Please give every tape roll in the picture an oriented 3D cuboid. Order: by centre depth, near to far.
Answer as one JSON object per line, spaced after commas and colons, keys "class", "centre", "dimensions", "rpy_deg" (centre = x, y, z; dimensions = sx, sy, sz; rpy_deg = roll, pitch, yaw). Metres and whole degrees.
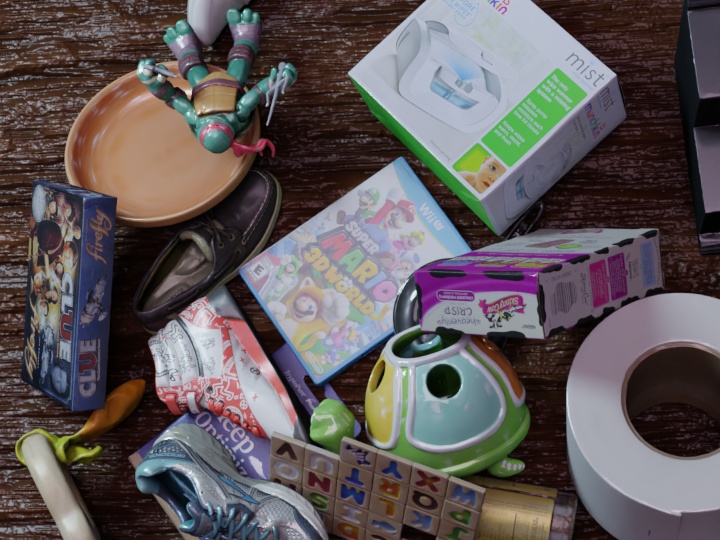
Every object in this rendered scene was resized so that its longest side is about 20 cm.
{"class": "tape roll", "centre": [0.282, 0.138, 1.346], "dimensions": [0.202, 0.139, 0.203], "rpy_deg": [-3, 64, 7]}

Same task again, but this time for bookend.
{"class": "bookend", "centre": [0.347, -0.137, 1.385], "dimensions": [0.092, 0.200, 0.199], "rpy_deg": [-6, 76, 7]}

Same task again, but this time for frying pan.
{"class": "frying pan", "centre": [0.121, 0.027, 1.463], "dimensions": [0.190, 0.031, 0.115], "rpy_deg": [-29, 92, -1]}

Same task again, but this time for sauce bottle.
{"class": "sauce bottle", "centre": [0.100, 0.220, 1.415], "dimensions": [0.199, 0.065, 0.065], "rpy_deg": [9, 79, 12]}

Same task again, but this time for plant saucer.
{"class": "plant saucer", "centre": [-0.194, -0.122, 1.519], "dimensions": [0.200, 0.037, 0.201], "rpy_deg": [-6, 56, 8]}

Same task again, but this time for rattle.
{"class": "rattle", "centre": [-0.230, 0.221, 1.430], "dimensions": [0.143, 0.130, 0.200], "rpy_deg": [-18, 45, -24]}

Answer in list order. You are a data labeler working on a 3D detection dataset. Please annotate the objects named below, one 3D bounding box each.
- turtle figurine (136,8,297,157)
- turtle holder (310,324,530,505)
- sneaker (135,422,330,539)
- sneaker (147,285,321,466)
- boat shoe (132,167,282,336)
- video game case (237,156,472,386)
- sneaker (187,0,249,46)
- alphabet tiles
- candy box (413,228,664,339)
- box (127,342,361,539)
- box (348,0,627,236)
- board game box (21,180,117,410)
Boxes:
{"class": "turtle figurine", "centre": [-0.139, -0.175, 1.459], "dimensions": [0.149, 0.101, 0.200], "rpy_deg": [1, 38, -8]}
{"class": "turtle holder", "centre": [0.057, 0.121, 1.391], "dimensions": [0.185, 0.141, 0.132], "rpy_deg": [-7, 117, 19]}
{"class": "sneaker", "centre": [-0.122, 0.226, 1.393], "dimensions": [0.200, 0.086, 0.078], "rpy_deg": [31, 120, 13]}
{"class": "sneaker", "centre": [-0.123, 0.122, 1.436], "dimensions": [0.108, 0.067, 0.202], "rpy_deg": [-32, 71, 0]}
{"class": "boat shoe", "centre": [-0.151, -0.021, 1.502], "dimensions": [0.072, 0.066, 0.201], "rpy_deg": [37, 85, 16]}
{"class": "video game case", "centre": [0.000, 0.000, 1.495], "dimensions": [0.200, 0.018, 0.143], "rpy_deg": [-35, 75, -4]}
{"class": "sneaker", "centre": [-0.114, -0.315, 1.559], "dimensions": [0.080, 0.070, 0.201], "rpy_deg": [24, 82, 10]}
{"class": "alphabet tiles", "centre": [0.010, 0.208, 1.384], "dimensions": [0.200, 0.167, 0.008], "rpy_deg": [19, 52, 10]}
{"class": "candy box", "centre": [0.162, 0.009, 1.360], "dimensions": [0.136, 0.200, 0.061], "rpy_deg": [2, 104, 42]}
{"class": "box", "centre": [-0.111, 0.168, 1.474], "dimensions": [0.200, 0.032, 0.121], "rpy_deg": [-38, 75, -2]}
{"class": "box", "centre": [0.124, -0.169, 1.466], "dimensions": [0.176, 0.097, 0.200], "rpy_deg": [-42, 64, -1]}
{"class": "board game box", "centre": [-0.280, 0.021, 1.455], "dimensions": [0.035, 0.135, 0.201], "rpy_deg": [0, 98, -33]}
